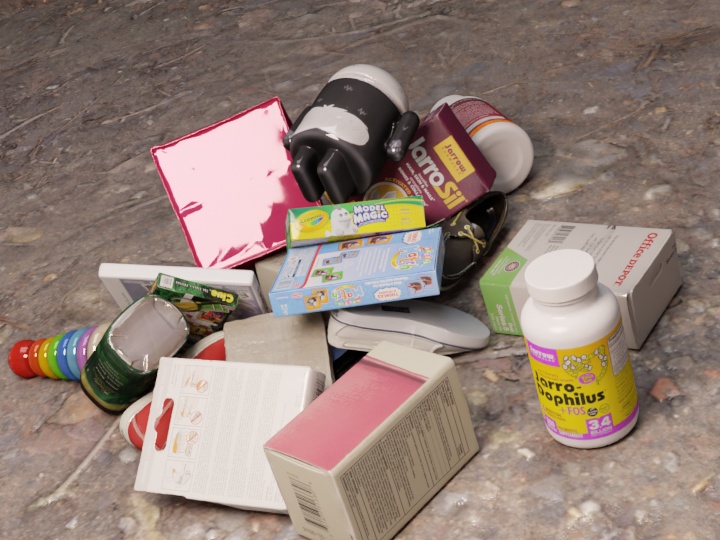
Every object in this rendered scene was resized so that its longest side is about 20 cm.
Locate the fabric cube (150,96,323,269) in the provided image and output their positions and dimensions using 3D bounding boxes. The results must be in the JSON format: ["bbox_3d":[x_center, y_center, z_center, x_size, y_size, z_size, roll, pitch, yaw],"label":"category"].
[{"bbox_3d":[-0.163,-0.110,1.763,0.195,0.201,0.199,-21,-2,1],"label":"fabric cube"}]

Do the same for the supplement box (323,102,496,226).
[{"bbox_3d":[0.070,-0.119,1.719,0.200,0.131,0.103,-34,8,19],"label":"supplement box"}]

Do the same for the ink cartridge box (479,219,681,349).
[{"bbox_3d":[0.270,0.013,1.509,0.199,0.084,0.146,6,38,37],"label":"ink cartridge box"}]

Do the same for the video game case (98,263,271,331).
[{"bbox_3d":[-0.218,0.045,1.604,0.199,0.182,0.023,2,63,9],"label":"video game case"}]

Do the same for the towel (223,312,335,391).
[{"bbox_3d":[-0.099,0.121,1.493,0.132,0.035,0.200,-11,38,2],"label":"towel"}]

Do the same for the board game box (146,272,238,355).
[{"bbox_3d":[-0.234,0.061,1.594,0.104,0.200,0.024,18,62,-15],"label":"board game box"}]

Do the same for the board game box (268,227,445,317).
[{"bbox_3d":[0.000,0.000,1.501,0.199,0.037,0.151,-9,20,10],"label":"board game box"}]

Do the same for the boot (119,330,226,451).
[{"bbox_3d":[-0.183,0.162,1.528,0.144,0.073,0.200,17,53,45],"label":"boot"}]

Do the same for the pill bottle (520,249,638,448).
[{"bbox_3d":[0.227,0.081,1.300,0.104,0.201,0.104,-14,29,8],"label":"pill bottle"}]

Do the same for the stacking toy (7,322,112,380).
[{"bbox_3d":[-0.413,0.120,1.719,0.199,0.086,0.085,-6,31,30],"label":"stacking toy"}]

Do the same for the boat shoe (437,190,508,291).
[{"bbox_3d":[0.143,-0.047,1.679,0.060,0.072,0.201,-34,13,41],"label":"boat shoe"}]

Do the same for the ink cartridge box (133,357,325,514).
[{"bbox_3d":[-0.146,0.184,1.396,0.199,0.050,0.162,1,71,26],"label":"ink cartridge box"}]

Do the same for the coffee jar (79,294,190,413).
[{"bbox_3d":[-0.289,0.110,1.563,0.104,0.085,0.200,-46,1,-33],"label":"coffee jar"}]

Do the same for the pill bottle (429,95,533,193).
[{"bbox_3d":[0.176,-0.199,1.891,0.112,0.113,0.200,-22,30,-8],"label":"pill bottle"}]

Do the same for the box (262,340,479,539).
[{"bbox_3d":[0.014,0.187,1.312,0.109,0.128,0.200,12,40,43],"label":"box"}]

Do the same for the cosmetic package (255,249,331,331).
[{"bbox_3d":[-0.046,0.020,1.645,0.103,0.073,0.200,-22,19,-26],"label":"cosmetic package"}]

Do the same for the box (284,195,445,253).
[{"bbox_3d":[0.004,-0.059,1.603,0.199,0.049,0.117,-4,-7,-7],"label":"box"}]

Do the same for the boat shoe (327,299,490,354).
[{"bbox_3d":[0.055,0.089,1.515,0.201,0.086,0.075,7,28,-16],"label":"boat shoe"}]

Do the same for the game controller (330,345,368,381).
[{"bbox_3d":[-0.066,0.130,1.541,0.104,0.042,0.200,15,43,44],"label":"game controller"}]

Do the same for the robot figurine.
[{"bbox_3d":[-0.015,-0.176,1.616,0.150,0.125,0.201,30,58,-2],"label":"robot figurine"}]
